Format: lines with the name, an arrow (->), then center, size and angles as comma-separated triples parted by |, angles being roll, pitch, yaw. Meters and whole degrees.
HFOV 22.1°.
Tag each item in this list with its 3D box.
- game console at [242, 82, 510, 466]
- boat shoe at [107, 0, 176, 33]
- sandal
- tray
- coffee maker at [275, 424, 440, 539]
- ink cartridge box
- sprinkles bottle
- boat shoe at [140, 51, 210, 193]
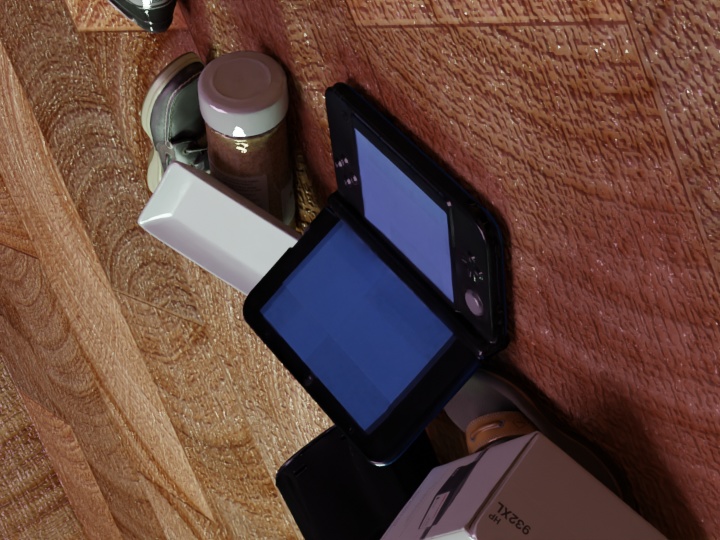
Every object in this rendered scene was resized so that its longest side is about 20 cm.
game console -> 0.000, 0.000, 1.269 | 0.200, 0.118, 0.171 | 45, 154, 39
boat shoe -> -0.221, -0.274, 1.532 | 0.200, 0.071, 0.064 | 51, 157, 25
sandal -> 0.109, 0.128, 1.255 | 0.200, 0.055, 0.082 | 40, 152, 44
tray -> -0.075, -0.014, 1.449 | 0.200, 0.022, 0.107 | 33, 146, -5
coffee maker -> 0.030, 0.206, 1.391 | 0.200, 0.134, 0.192 | 61, 172, 30
ink cartridge box -> 0.111, 0.190, 1.194 | 0.145, 0.084, 0.200 | 40, 160, -5
sprinkles bottle -> -0.087, -0.081, 1.452 | 0.068, 0.068, 0.200 | 49, 157, 32
boat shoe -> -0.141, -0.110, 1.564 | 0.065, 0.073, 0.200 | 43, 159, 17
